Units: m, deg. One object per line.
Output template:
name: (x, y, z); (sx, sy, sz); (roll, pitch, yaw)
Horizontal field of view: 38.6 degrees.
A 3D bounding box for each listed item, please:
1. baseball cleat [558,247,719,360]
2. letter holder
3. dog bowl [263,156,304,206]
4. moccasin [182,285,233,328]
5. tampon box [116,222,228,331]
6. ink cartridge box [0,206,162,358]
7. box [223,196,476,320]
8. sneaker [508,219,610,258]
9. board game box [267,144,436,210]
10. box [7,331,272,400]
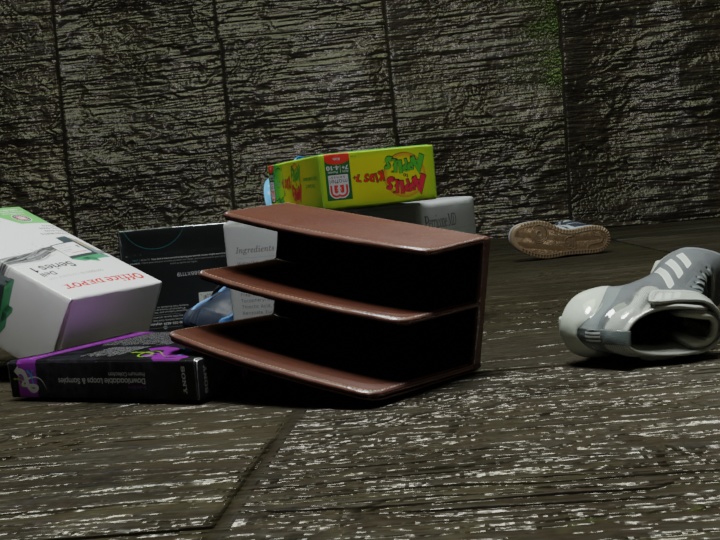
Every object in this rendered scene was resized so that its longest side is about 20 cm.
baseball cleat: (0.242, 0.031, 0.772); (0.200, 0.070, 0.106); (-20, 18, -36)
letter holder: (-0.030, 0.016, 0.750); (0.200, 0.101, 0.142); (12, 14, 37)
dog bowl: (-0.054, -0.034, 1.212); (0.050, 0.200, 0.111); (-20, 9, 16)
moccasin: (-0.132, 0.031, 1.109); (0.068, 0.081, 0.200); (7, 5, 12)
tampon box: (-0.218, 0.006, 1.313); (0.150, 0.126, 0.200); (-6, 3, -5)
ink cartridge box: (-0.318, 0.015, 1.005); (0.200, 0.084, 0.146); (25, 16, 19)
box: (0.000, 0.000, 1.026); (0.200, 0.131, 0.199); (-4, 4, 22)
sneaker: (0.363, -0.063, 1.966); (0.200, 0.070, 0.108); (1, 7, -14)
board game box: (-0.014, -0.082, 0.945); (0.102, 0.048, 0.200); (-8, 5, -16)
box: (-0.163, 0.076, 0.839); (0.200, 0.036, 0.143); (-5, 4, 32)
